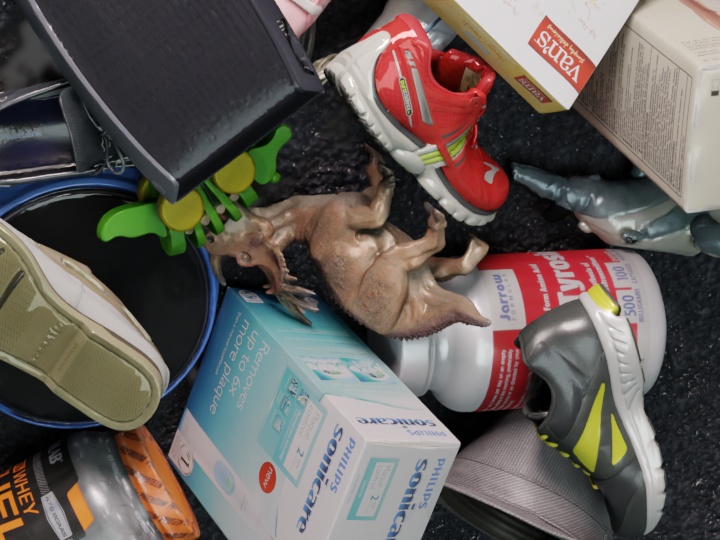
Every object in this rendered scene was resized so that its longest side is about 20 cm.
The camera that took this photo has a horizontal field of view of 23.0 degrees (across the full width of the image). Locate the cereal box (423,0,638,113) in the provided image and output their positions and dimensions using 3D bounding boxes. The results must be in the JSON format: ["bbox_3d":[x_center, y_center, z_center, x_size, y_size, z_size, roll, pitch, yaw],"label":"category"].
[{"bbox_3d":[0.126,-0.222,1.122,0.144,0.039,0.201,39,73,-22],"label":"cereal box"}]

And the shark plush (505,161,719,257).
[{"bbox_3d":[0.201,-0.059,1.305,0.198,0.091,0.084,7,91,-4],"label":"shark plush"}]

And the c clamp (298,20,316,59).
[{"bbox_3d":[-0.106,-0.181,1.142,0.199,0.027,0.171,29,104,-28],"label":"c clamp"}]

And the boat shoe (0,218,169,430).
[{"bbox_3d":[-0.209,0.023,1.142,0.200,0.068,0.075,44,103,-10],"label":"boat shoe"}]

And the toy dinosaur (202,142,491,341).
[{"bbox_3d":[0.000,0.000,1.195,0.136,0.200,0.086,-52,164,6],"label":"toy dinosaur"}]

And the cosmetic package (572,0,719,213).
[{"bbox_3d":[0.213,-0.128,1.174,0.086,0.200,0.104,-9,120,-15],"label":"cosmetic package"}]

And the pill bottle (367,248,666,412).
[{"bbox_3d":[0.110,0.044,1.278,0.198,0.112,0.113,-3,117,-17],"label":"pill bottle"}]

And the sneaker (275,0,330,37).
[{"bbox_3d":[-0.016,-0.216,1.092,0.075,0.105,0.201,34,92,-27],"label":"sneaker"}]

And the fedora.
[{"bbox_3d":[0.134,0.159,1.329,0.200,0.176,0.091,43,69,-51],"label":"fedora"}]

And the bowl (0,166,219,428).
[{"bbox_3d":[-0.192,0.019,1.209,0.199,0.039,0.202,-8,118,-14],"label":"bowl"}]

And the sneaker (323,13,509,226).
[{"bbox_3d":[0.058,-0.096,1.140,0.085,0.077,0.200,-39,145,9],"label":"sneaker"}]

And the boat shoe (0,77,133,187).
[{"bbox_3d":[-0.172,-0.094,1.127,0.198,0.062,0.075,-11,109,-2],"label":"boat shoe"}]

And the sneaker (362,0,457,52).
[{"bbox_3d":[0.050,-0.203,1.165,0.200,0.073,0.071,-47,112,-2],"label":"sneaker"}]

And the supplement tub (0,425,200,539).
[{"bbox_3d":[-0.221,0.194,1.240,0.199,0.123,0.123,-30,121,-3],"label":"supplement tub"}]

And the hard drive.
[{"bbox_3d":[-0.127,-0.156,1.075,0.134,0.042,0.201,-36,93,2],"label":"hard drive"}]

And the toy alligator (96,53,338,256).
[{"bbox_3d":[-0.081,-0.065,1.160,0.199,0.059,0.055,-37,116,-13],"label":"toy alligator"}]

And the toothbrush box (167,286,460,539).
[{"bbox_3d":[-0.037,0.125,1.212,0.085,0.200,0.148,5,117,-38],"label":"toothbrush box"}]

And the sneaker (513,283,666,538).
[{"bbox_3d":[0.156,0.103,1.226,0.084,0.075,0.202,-16,116,-1],"label":"sneaker"}]
